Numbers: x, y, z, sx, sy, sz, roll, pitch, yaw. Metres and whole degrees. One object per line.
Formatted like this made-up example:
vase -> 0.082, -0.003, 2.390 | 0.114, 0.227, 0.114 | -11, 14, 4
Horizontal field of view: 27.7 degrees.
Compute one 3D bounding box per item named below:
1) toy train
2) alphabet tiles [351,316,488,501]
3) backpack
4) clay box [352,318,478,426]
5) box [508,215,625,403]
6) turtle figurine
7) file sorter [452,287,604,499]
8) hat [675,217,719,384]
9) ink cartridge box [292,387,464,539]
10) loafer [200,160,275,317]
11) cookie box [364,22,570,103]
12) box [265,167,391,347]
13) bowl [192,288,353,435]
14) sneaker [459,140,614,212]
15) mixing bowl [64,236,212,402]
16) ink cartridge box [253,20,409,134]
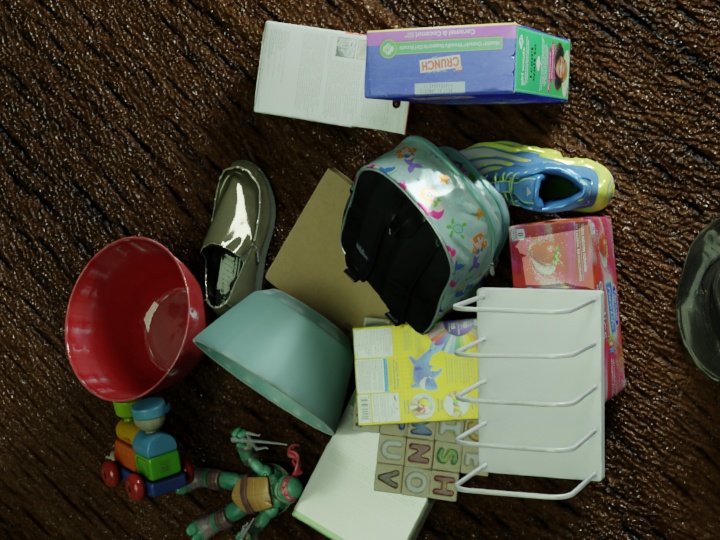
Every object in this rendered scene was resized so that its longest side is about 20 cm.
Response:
toy train -> -0.289, 0.205, 1.823 | 0.199, 0.084, 0.117 | 13, 113, 55
alphabet tiles -> 0.074, 0.162, 1.695 | 0.166, 0.008, 0.202 | 6, 88, 11
backpack -> 0.072, -0.049, 1.596 | 0.150, 0.200, 0.178 | -35, 70, -20
clay box -> 0.094, 0.115, 1.666 | 0.198, 0.048, 0.116 | -4, 86, 9
box -> 0.228, 0.043, 1.599 | 0.095, 0.100, 0.202 | -4, 93, 24
turtle figurine -> -0.138, 0.275, 1.783 | 0.199, 0.100, 0.151 | -18, 69, 41
file sorter -> 0.171, 0.125, 1.511 | 0.138, 0.124, 0.202 | 1, 95, 24
hat -> 0.415, 0.036, 1.526 | 0.199, 0.081, 0.202 | 2, 96, 23
ink cartridge box -> 0.025, 0.238, 1.736 | 0.145, 0.048, 0.201 | 27, 90, 19
loafer -> -0.151, -0.036, 1.771 | 0.075, 0.070, 0.202 | 0, 85, 24
cookie box -> 0.119, -0.219, 1.572 | 0.170, 0.200, 0.076 | 2, 95, 24
box -> 0.000, 0.000, 1.740 | 0.200, 0.021, 0.164 | 37, 108, 17
bowl -> -0.086, 0.096, 1.711 | 0.200, 0.201, 0.105 | 31, 79, 19
sneaker -> 0.176, -0.104, 1.608 | 0.199, 0.105, 0.076 | 5, 96, 23
mixing bowl -> -0.256, 0.068, 1.801 | 0.199, 0.108, 0.202 | -8, 75, 32
ink cartridge box -> -0.023, -0.226, 1.719 | 0.199, 0.050, 0.110 | 12, 98, 22
